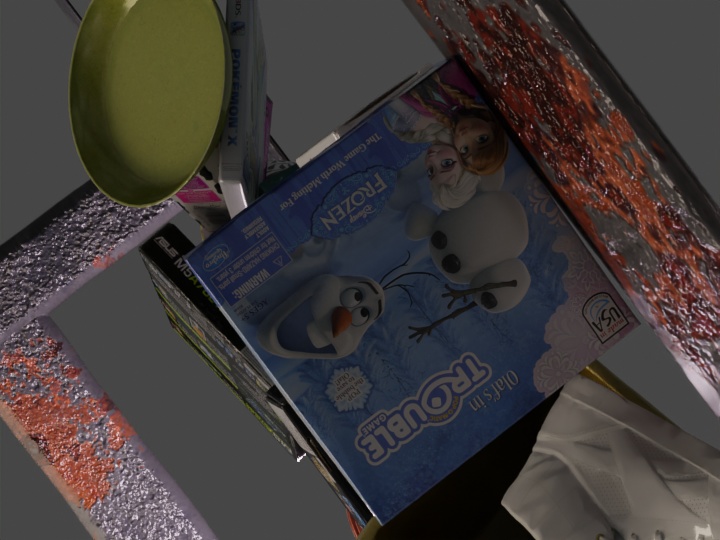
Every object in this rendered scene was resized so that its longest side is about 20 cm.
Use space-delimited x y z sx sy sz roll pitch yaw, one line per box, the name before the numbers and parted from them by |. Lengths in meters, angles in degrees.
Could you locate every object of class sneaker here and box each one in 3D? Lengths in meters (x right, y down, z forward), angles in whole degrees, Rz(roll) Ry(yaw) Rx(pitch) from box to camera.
sneaker | 0.177 0.154 0.857 0.199 0.116 0.074 28 173 35

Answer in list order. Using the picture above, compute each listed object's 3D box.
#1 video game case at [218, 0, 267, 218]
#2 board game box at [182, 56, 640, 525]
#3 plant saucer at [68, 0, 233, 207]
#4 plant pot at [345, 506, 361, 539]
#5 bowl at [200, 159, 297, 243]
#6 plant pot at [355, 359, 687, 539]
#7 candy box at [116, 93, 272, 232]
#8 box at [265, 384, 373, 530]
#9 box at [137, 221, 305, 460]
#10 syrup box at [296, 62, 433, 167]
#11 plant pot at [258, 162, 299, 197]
video game case | -0.097 -0.133 1.250 0.200 0.022 0.184 87 -176 -77
board game box | 0.032 0.012 0.883 0.200 0.200 0.043 53 176 -8
plant saucer | -0.163 -0.150 1.176 0.031 0.201 0.200 2 -144 -46
plant pot | 0.102 0.234 1.545 0.201 0.200 0.195 53 164 -1
bowl | -0.057 -0.032 1.462 0.200 0.094 0.202 31 -131 -43
plant pot | 0.139 0.182 1.007 0.194 0.196 0.200 40 176 14
candy box | -0.144 -0.134 1.332 0.200 0.061 0.137 46 -136 -63
box | 0.056 0.117 1.201 0.199 0.200 0.050 55 166 -21
box | -0.117 0.070 1.383 0.200 0.047 0.193 44 167 20
syrup box | 0.019 -0.076 1.009 0.082 0.079 0.200 54 172 -6
plant pot | 0.000 0.000 1.274 0.141 0.141 0.201 39 154 59
